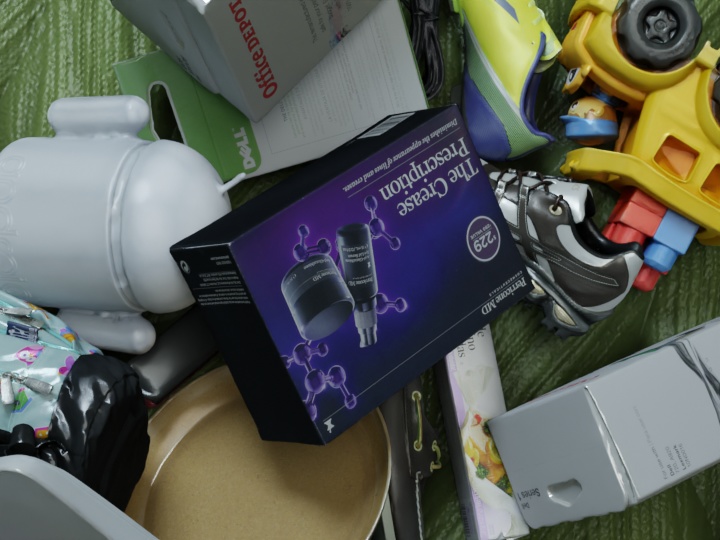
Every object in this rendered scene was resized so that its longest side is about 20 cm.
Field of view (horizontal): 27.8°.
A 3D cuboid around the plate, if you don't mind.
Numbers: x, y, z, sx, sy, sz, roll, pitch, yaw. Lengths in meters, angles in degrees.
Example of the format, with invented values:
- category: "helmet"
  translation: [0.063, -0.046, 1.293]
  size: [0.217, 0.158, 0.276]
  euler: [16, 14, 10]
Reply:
- category: "plate"
  translation: [-0.191, 0.165, 0.867]
  size: [0.200, 0.200, 0.032]
  euler: [45, 49, -35]

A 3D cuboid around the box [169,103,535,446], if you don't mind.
- category: "box"
  translation: [0.000, 0.000, 0.931]
  size: [0.200, 0.079, 0.141]
  euler: [-34, 110, -32]

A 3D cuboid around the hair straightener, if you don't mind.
- category: "hair straightener"
  translation: [-0.077, 0.021, 1.002]
  size: [0.200, 0.077, 0.041]
  euler: [-36, 86, -14]

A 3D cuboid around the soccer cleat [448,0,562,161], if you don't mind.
- category: "soccer cleat"
  translation: [0.109, -0.179, 1.068]
  size: [0.084, 0.065, 0.201]
  euler: [-4, 85, 26]

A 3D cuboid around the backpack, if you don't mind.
- category: "backpack"
  translation: [-0.238, 0.082, 0.927]
  size: [0.200, 0.167, 0.127]
  euler: [20, 57, 10]

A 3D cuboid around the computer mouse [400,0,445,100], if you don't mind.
- category: "computer mouse"
  translation: [-0.033, -0.176, 1.070]
  size: [0.199, 0.046, 0.141]
  euler: [-5, 90, -12]

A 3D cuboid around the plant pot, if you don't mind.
- category: "plant pot"
  translation: [-0.070, 0.146, 0.956]
  size: [0.200, 0.028, 0.200]
  euler: [-12, 52, 16]

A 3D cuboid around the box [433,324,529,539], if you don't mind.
- category: "box"
  translation: [0.079, 0.093, 1.035]
  size: [0.039, 0.041, 0.200]
  euler: [-8, 80, -13]

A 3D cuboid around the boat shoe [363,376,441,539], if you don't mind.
- category: "boat shoe"
  translation: [0.025, 0.113, 1.005]
  size: [0.060, 0.072, 0.202]
  euler: [-8, 79, -13]

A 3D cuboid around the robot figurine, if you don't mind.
- category: "robot figurine"
  translation: [-0.169, -0.030, 0.958]
  size: [0.200, 0.113, 0.170]
  euler: [2, 102, 17]

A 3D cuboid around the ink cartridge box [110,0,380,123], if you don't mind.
- category: "ink cartridge box"
  translation: [-0.062, -0.230, 0.919]
  size: [0.145, 0.147, 0.200]
  euler: [40, 79, 21]

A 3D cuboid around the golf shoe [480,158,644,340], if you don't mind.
- category: "golf shoe"
  translation: [0.114, -0.048, 1.032]
  size: [0.200, 0.095, 0.078]
  euler: [41, 31, -4]

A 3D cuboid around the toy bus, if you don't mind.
- category: "toy bus"
  translation: [0.212, -0.092, 1.060]
  size: [0.200, 0.136, 0.192]
  euler: [31, 91, -1]

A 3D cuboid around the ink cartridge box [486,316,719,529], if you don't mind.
- category: "ink cartridge box"
  translation: [0.207, 0.093, 0.983]
  size: [0.200, 0.146, 0.084]
  euler: [-20, 83, -26]

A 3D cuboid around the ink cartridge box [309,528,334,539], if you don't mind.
- category: "ink cartridge box"
  translation: [-0.005, 0.290, 0.959]
  size: [0.200, 0.084, 0.145]
  euler: [43, 76, 0]

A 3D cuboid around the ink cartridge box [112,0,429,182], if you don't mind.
- category: "ink cartridge box"
  translation: [-0.059, -0.128, 1.017]
  size: [0.200, 0.059, 0.104]
  euler: [-16, 106, 2]
